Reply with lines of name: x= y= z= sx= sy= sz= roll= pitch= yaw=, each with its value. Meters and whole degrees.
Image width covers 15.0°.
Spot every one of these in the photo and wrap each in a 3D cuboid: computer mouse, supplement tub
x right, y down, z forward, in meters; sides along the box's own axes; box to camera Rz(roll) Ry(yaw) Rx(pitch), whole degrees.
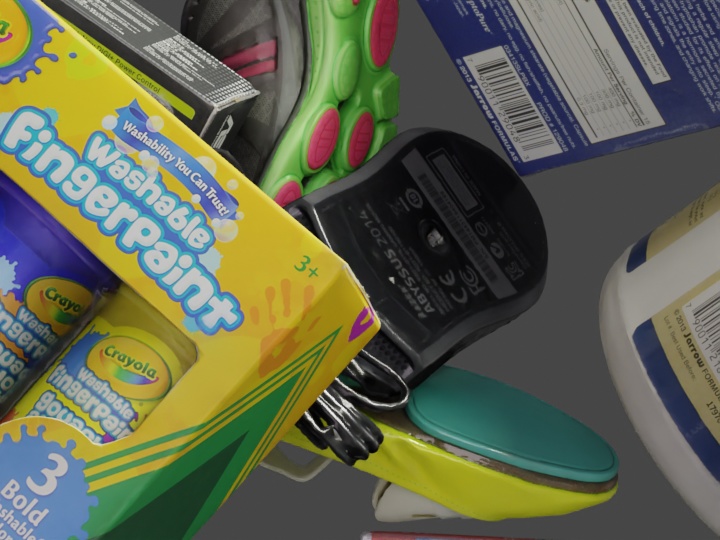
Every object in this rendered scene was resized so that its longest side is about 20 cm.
computer mouse: x=0.000 y=0.000 z=1.060 sx=0.053 sy=0.200 sz=0.139 roll=-39 pitch=80 yaw=36
supplement tub: x=0.203 y=0.005 z=1.011 sx=0.200 sy=0.144 sz=0.145 roll=-36 pitch=80 yaw=26

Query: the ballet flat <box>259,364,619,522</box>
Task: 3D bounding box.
ballet flat: x=0.004 y=0.063 z=1.095 sx=0.199 sy=0.067 sz=0.067 roll=23 pitch=116 yaw=-8

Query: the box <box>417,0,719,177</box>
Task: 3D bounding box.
box: x=0.105 y=-0.108 z=1.035 sx=0.032 sy=0.199 sz=0.122 roll=-42 pitch=108 yaw=-34

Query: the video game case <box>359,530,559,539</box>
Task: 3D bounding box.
video game case: x=0.095 y=0.182 z=1.095 sx=0.198 sy=0.017 sz=0.144 roll=3 pitch=83 yaw=7

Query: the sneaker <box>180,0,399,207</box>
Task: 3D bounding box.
sneaker: x=-0.032 y=-0.083 z=1.124 sx=0.083 sy=0.077 sz=0.202 roll=10 pitch=88 yaw=37

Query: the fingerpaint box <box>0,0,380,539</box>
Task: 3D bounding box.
fingerpaint box: x=-0.123 y=0.008 z=0.937 sx=0.200 sy=0.073 sz=0.167 roll=41 pitch=83 yaw=20

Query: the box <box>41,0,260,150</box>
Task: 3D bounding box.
box: x=-0.162 y=-0.059 z=1.108 sx=0.199 sy=0.044 sz=0.161 roll=34 pitch=112 yaw=11
